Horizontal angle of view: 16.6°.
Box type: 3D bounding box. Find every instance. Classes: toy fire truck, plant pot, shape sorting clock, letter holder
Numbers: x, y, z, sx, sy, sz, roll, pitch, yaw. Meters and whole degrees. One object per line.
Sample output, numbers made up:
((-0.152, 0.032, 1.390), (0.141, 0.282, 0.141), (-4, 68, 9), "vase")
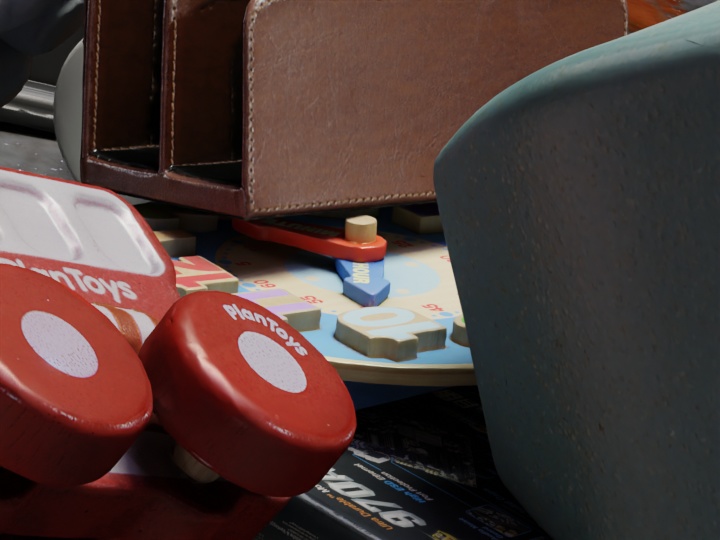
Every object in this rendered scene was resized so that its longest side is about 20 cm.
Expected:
((-0.111, 0.026, 0.724), (0.200, 0.112, 0.168), (10, 36, -48), "toy fire truck")
((0.137, 0.001, 0.758), (0.199, 0.197, 0.195), (-3, 15, 43), "plant pot")
((0.000, 0.000, 0.897), (0.199, 0.039, 0.200), (3, 20, -1), "shape sorting clock")
((0.002, -0.102, 0.945), (0.199, 0.143, 0.100), (-7, 13, -42), "letter holder")

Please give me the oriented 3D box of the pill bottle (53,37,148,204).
((-0.047, -0.081, 1.108), (0.113, 0.113, 0.200), (28, 22, 20), "pill bottle")

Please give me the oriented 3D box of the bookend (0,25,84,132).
((-0.146, -0.194, 1.176), (0.092, 0.199, 0.200), (11, 23, -25), "bookend")

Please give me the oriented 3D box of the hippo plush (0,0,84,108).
((-0.215, -0.124, 0.965), (0.200, 0.159, 0.161), (-36, 85, -24), "hippo plush")

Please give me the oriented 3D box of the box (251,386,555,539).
((0.015, 0.077, 0.843), (0.200, 0.046, 0.159), (26, 21, 34), "box")
